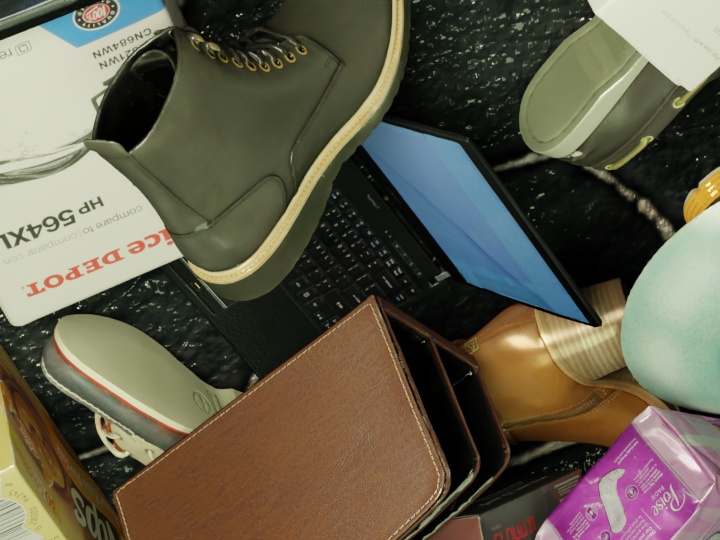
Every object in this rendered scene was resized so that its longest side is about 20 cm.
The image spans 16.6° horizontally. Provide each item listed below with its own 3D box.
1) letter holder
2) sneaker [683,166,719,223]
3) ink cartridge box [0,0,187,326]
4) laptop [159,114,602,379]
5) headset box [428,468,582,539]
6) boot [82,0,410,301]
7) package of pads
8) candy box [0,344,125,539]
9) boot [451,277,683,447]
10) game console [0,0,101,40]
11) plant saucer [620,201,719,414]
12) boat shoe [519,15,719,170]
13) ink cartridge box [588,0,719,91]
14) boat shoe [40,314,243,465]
[{"bbox_3d":[-0.018,0.138,1.354,0.200,0.143,0.100,-37,139,19],"label":"letter holder"},{"bbox_3d":[0.275,0.006,1.475,0.199,0.077,0.078,22,120,-35],"label":"sneaker"},{"bbox_3d":[-0.151,-0.087,1.237,0.145,0.085,0.201,-23,133,1],"label":"ink cartridge box"},{"bbox_3d":[0.000,0.000,1.355,0.199,0.104,0.177,-31,133,10],"label":"laptop"},{"bbox_3d":[0.087,0.212,1.465,0.077,0.201,0.149,-10,-179,29],"label":"headset box"},{"bbox_3d":[-0.050,-0.104,1.184,0.077,0.201,0.138,6,155,32],"label":"boot"},{"bbox_3d":[0.201,0.149,1.470,0.121,0.076,0.199,-52,149,19],"label":"package of pads"},{"bbox_3d":[-0.187,0.139,1.409,0.055,0.116,0.201,-22,134,3],"label":"candy box"},{"bbox_3d":[0.113,0.084,1.504,0.154,0.074,0.200,-21,137,12],"label":"boot"},{"bbox_3d":[-0.217,-0.190,1.102,0.199,0.177,0.116,-21,163,2],"label":"game console"},{"bbox_3d":[0.248,0.025,1.400,0.200,0.039,0.202,-11,137,-10],"label":"plant saucer"},{"bbox_3d":[0.170,-0.130,1.322,0.060,0.072,0.201,20,129,-37],"label":"boat shoe"},{"bbox_3d":[0.187,-0.211,1.196,0.200,0.147,0.086,-41,132,19],"label":"ink cartridge box"},{"bbox_3d":[-0.114,0.088,1.424,0.062,0.071,0.200,-39,136,21],"label":"boat shoe"}]
